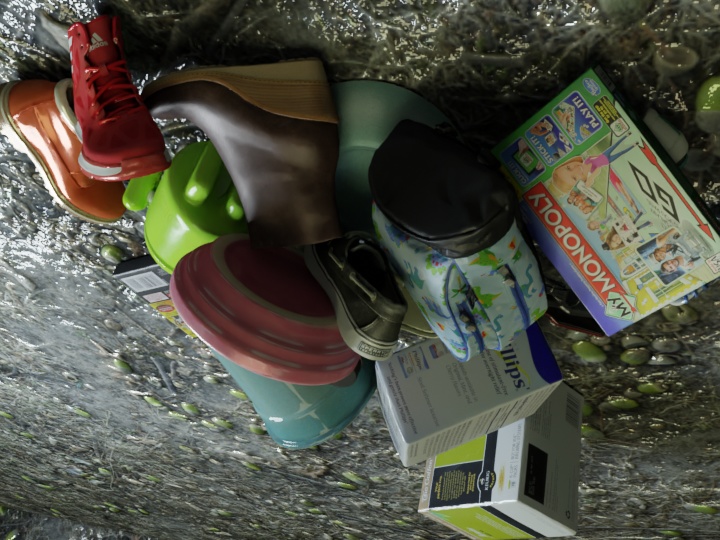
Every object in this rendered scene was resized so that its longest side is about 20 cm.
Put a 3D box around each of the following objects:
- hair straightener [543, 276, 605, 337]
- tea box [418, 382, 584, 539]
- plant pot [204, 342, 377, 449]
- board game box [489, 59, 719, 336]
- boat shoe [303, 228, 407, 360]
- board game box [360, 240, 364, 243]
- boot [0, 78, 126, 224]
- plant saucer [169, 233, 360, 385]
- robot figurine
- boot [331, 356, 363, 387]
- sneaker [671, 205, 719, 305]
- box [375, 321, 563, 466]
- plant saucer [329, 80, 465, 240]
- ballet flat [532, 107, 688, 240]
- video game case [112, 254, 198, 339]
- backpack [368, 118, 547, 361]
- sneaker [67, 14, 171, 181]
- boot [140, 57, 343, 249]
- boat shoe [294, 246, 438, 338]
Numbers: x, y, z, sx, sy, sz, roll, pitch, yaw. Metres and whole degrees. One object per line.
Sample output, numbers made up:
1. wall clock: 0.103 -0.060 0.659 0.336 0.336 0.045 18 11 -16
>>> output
1. hair straightener: 0.219 0.021 0.840 0.196 0.042 0.077 19 135 -21
2. tea box: 0.205 0.267 1.091 0.132 0.204 0.195 33 145 -28
3. plant pot: -0.100 0.091 0.979 0.197 0.203 0.197 -10 133 34
4. board game box: 0.211 -0.056 0.651 0.201 0.029 0.134 51 128 -1
5. boat shoe: 0.000 0.000 0.713 0.069 0.201 0.065 12 117 -27
6. board game box: 0.075 -0.012 0.879 0.195 0.035 0.137 5 146 17
7. boot: -0.304 -0.128 0.835 0.105 0.076 0.201 -6 141 21
8. plant saucer: -0.081 0.026 0.718 0.197 0.202 0.052 24 113 -13
9. robot figurine: -0.174 -0.062 0.832 0.172 0.118 0.200 24 147 -17
10. boot: -0.071 0.028 0.864 0.198 0.140 0.077 35 137 -9
11. sneaker: 0.334 -0.007 0.739 0.198 0.078 0.075 -22 131 42
12. box: 0.125 0.145 0.923 0.196 0.107 0.185 -21 159 -6
13. plant saucer: 0.012 -0.091 0.750 0.196 0.039 0.204 10 135 10
14. ballet flat: 0.201 -0.089 0.696 0.069 0.071 0.198 34 139 -28
15. video game case: -0.232 0.034 1.089 0.196 0.026 0.181 -11 139 34
16. backpack: 0.094 -0.013 0.682 0.199 0.155 0.163 35 -174 -46
17. sneaker: -0.228 -0.159 0.668 0.199 0.077 0.118 35 136 49
18. boot: -0.113 -0.104 0.705 0.195 0.171 0.072 -2 -172 16
19. boat shoe: 0.016 0.013 0.831 0.197 0.068 0.076 28 106 11
